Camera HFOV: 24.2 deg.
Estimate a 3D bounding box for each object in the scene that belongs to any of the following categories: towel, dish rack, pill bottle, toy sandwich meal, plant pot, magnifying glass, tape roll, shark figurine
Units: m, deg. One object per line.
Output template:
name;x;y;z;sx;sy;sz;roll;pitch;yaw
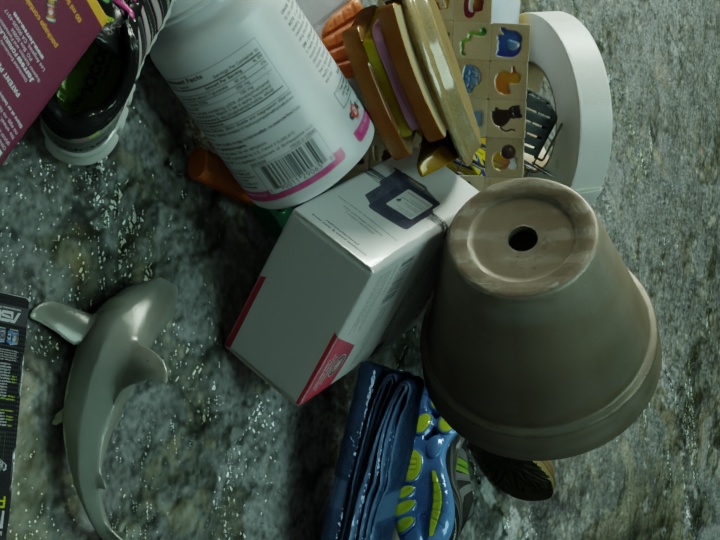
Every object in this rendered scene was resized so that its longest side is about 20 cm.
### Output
towel;0.010;0.178;1.392;0.112;0.048;0.200;18;85;-76
dish rack;0.105;-0.073;1.505;0.153;0.055;0.200;15;106;-42
pill bottle;-0.085;-0.154;1.245;0.200;0.113;0.113;56;43;-26
toy sandwich meal;0.039;-0.162;1.344;0.205;0.070;0.206;-19;90;-83
plant pot;0.136;0.023;1.335;0.174;0.200;0.200;73;31;-52
magnifying glass;-0.072;-0.058;1.356;0.200;0.022;0.080;24;68;-54
tape roll;0.178;-0.147;1.607;0.037;0.203;0.203;-6;93;-22
shark figurine;-0.162;0.097;1.146;0.128;0.089;0.215;25;65;-53

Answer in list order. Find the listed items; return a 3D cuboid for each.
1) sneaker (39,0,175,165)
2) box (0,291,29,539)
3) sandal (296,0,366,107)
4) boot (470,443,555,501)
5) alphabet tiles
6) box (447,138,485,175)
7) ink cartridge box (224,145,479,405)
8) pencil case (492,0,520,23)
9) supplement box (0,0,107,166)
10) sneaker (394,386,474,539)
sneaker;-0.168;-0.169;1.113;0.087;0.074;0.200;169;-62;-86
box;-0.286;0.079;0.989;0.200;0.044;0.161;16;74;-56
sandal;-0.039;-0.211;1.377;0.079;0.059;0.207;0;80;-31
boot;0.168;0.106;1.683;0.175;0.066;0.200;56;42;-39
alphabet tiles;0.060;-0.149;1.444;0.008;0.167;0.201;41;52;-84
box;0.076;-0.129;1.548;0.200;0.070;0.064;50;49;-43
ink cartridge box;0.000;0.000;1.346;0.200;0.084;0.145;-31;155;-55
pencil case;0.107;-0.254;1.589;0.083;0.090;0.201;105;-11;-79
supplement box;-0.253;-0.115;0.993;0.086;0.110;0.200;61;41;-36
sneaker;0.066;0.182;1.504;0.083;0.071;0.200;76;17;-44
